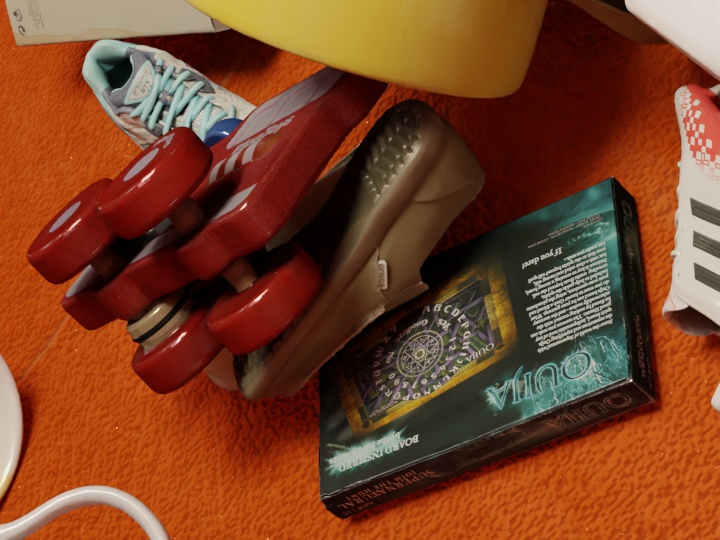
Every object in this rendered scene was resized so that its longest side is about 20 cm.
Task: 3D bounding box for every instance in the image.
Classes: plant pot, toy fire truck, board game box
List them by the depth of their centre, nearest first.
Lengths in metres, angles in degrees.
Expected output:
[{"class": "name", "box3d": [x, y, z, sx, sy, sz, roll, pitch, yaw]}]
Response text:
[{"class": "plant pot", "box3d": [0.019, -0.213, 1.136, 0.201, 0.200, 0.190, 38, 116, 48]}, {"class": "board game box", "box3d": [0.063, 0.044, 1.158, 0.200, 0.028, 0.136, -24, 47, 28]}, {"class": "toy fire truck", "box3d": [-0.080, -0.036, 1.183, 0.200, 0.112, 0.168, -26, 22, 50]}]

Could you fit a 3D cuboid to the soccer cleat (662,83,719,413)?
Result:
[{"class": "soccer cleat", "box3d": [0.182, -0.013, 1.068, 0.085, 0.069, 0.200, -31, 50, 16]}]

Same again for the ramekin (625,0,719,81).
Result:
[{"class": "ramekin", "box3d": [0.221, -0.113, 1.011, 0.098, 0.200, 0.200, -53, 41, 10]}]

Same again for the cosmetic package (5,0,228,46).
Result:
[{"class": "cosmetic package", "box3d": [-0.142, -0.202, 1.443, 0.200, 0.073, 0.103, 3, 21, 42]}]

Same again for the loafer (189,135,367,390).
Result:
[{"class": "loafer", "box3d": [-0.032, -0.012, 1.251, 0.200, 0.068, 0.076, -46, 44, 9]}]

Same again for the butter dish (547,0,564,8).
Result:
[{"class": "butter dish", "box3d": [0.061, -0.266, 1.293, 0.199, 0.200, 0.148, 4, 21, 35]}]

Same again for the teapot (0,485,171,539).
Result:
[{"class": "teapot", "box3d": [-0.188, 0.244, 1.158, 0.146, 0.201, 0.198, 15, 33, 9]}]

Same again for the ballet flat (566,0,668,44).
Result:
[{"class": "ballet flat", "box3d": [0.147, -0.152, 1.105, 0.063, 0.200, 0.069, 22, 102, 46]}]

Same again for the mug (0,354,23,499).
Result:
[{"class": "mug", "box3d": [-0.330, 0.117, 1.377, 0.153, 0.149, 0.187, -2, 55, 49]}]

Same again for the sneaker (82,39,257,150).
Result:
[{"class": "sneaker", "box3d": [-0.117, -0.095, 1.370, 0.200, 0.086, 0.078, 28, 84, 48]}]

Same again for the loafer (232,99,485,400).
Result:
[{"class": "loafer", "box3d": [0.000, 0.000, 1.179, 0.200, 0.067, 0.076, -52, 30, 23]}]
